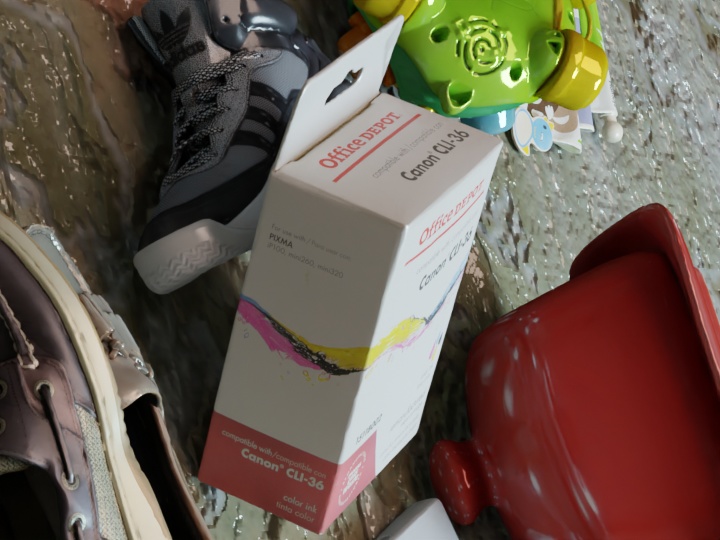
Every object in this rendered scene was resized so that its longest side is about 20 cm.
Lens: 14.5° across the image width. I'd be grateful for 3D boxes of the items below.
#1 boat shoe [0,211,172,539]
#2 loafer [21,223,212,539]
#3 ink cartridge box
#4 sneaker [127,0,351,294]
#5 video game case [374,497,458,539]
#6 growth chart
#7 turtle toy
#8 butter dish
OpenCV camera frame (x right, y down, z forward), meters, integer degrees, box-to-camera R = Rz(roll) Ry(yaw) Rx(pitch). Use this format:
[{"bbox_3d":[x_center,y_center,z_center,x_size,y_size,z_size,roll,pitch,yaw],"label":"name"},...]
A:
[{"bbox_3d":[-0.132,0.069,1.097,0.065,0.072,0.200,-24,91,-47],"label":"boat shoe"},{"bbox_3d":[-0.097,0.070,1.160,0.072,0.063,0.200,-16,86,-59],"label":"loafer"},{"bbox_3d":[0.000,0.000,1.242,0.116,0.067,0.200,-43,152,-58],"label":"ink cartridge box"},{"bbox_3d":[-0.071,-0.070,1.287,0.114,0.075,0.200,57,31,-10],"label":"sneaker"},{"bbox_3d":[0.036,0.229,1.318,0.200,0.022,0.182,65,31,-7],"label":"video game case"},{"bbox_3d":[0.094,-0.133,1.641,0.200,0.018,0.145,8,66,-55],"label":"growth chart"},{"bbox_3d":[0.050,-0.151,1.495,0.146,0.101,0.200,25,45,-20],"label":"turtle toy"},{"bbox_3d":[0.106,0.087,1.412,0.200,0.148,0.200,133,-59,-77],"label":"butter dish"}]
